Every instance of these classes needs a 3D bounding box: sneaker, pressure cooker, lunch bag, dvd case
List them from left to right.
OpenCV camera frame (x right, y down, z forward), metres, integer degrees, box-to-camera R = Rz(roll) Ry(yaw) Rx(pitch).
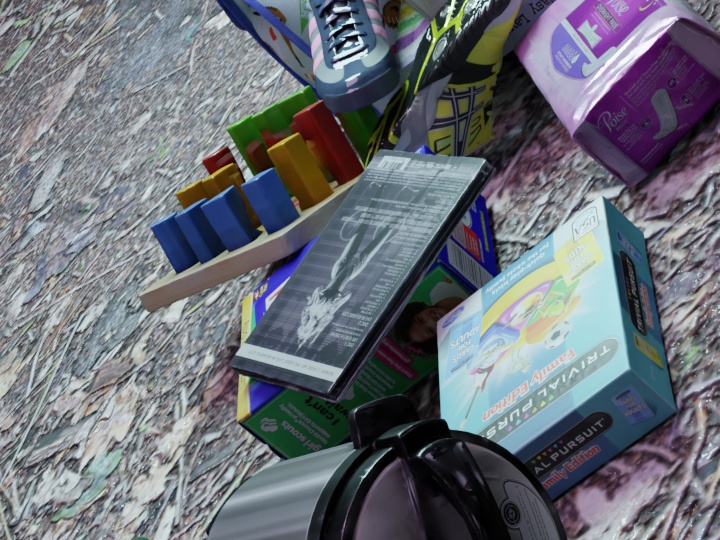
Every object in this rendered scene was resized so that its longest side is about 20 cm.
[{"bbox_3d":[-0.020,-0.253,1.991,0.170,0.200,0.124,-54,24,-11],"label":"lunch bag"},{"bbox_3d":[-0.017,-0.193,1.798,0.070,0.082,0.200,-22,28,4],"label":"sneaker"},{"bbox_3d":[0.000,0.000,1.604,0.200,0.016,0.149,-55,28,-14],"label":"dvd case"},{"bbox_3d":[0.022,0.180,1.275,0.200,0.176,0.179,-22,38,53],"label":"pressure cooker"},{"bbox_3d":[0.076,-0.140,1.741,0.200,0.076,0.075,-57,18,33],"label":"sneaker"}]

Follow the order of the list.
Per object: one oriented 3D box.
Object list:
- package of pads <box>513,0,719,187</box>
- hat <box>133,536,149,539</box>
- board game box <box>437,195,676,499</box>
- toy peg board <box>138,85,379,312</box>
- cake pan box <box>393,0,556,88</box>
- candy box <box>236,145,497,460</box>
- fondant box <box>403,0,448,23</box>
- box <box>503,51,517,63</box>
[{"bbox_3d":[0.188,-0.152,1.622,0.121,0.076,0.200,-47,22,12],"label":"package of pads"},{"bbox_3d":[-0.210,0.313,1.681,0.166,0.176,0.200,-29,-8,42],"label":"hat"},{"bbox_3d":[0.120,0.059,1.451,0.151,0.047,0.200,-39,25,22],"label":"board game box"},{"bbox_3d":[-0.079,-0.073,1.856,0.200,0.098,0.199,-22,11,47],"label":"toy peg board"},{"bbox_3d":[0.114,-0.244,1.814,0.200,0.052,0.184,-35,31,33],"label":"cake pan box"},{"bbox_3d":[0.003,0.028,1.670,0.200,0.077,0.169,-41,25,20],"label":"candy box"},{"bbox_3d":[0.064,-0.288,1.835,0.144,0.058,0.200,-49,25,5],"label":"fondant box"},{"bbox_3d":[0.156,-0.262,1.888,0.159,0.046,0.200,-12,43,54],"label":"box"}]
